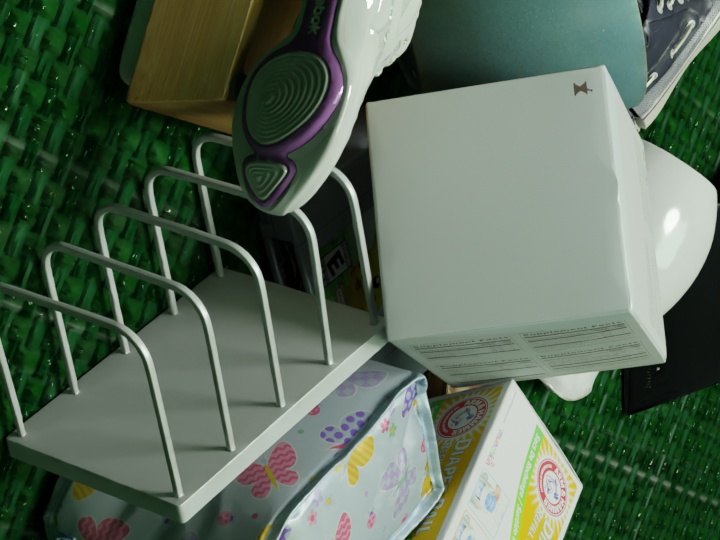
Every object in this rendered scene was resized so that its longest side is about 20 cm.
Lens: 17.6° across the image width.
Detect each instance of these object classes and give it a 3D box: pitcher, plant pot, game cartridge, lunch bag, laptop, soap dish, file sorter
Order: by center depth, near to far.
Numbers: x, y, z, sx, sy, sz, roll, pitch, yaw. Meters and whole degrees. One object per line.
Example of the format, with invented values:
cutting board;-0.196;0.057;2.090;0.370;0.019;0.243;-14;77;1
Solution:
file sorter;-0.100;0.023;1.347;0.200;0.138;0.125;-40;133;-39
soap dish;-0.049;-0.177;1.367;0.157;0.081;0.201;13;95;-58
lunch bag;-0.073;0.136;1.414;0.200;0.169;0.128;-43;136;-41
plant pot;0.084;-0.179;1.498;0.134;0.201;0.201;-20;132;-6
game cartridge;0.000;0.000;1.551;0.133;0.040;0.201;-43;130;-40
pitcher;0.193;0.006;1.817;0.201;0.121;0.172;-58;168;-1
laptop;0.294;-0.004;2.044;0.200;0.115;0.188;-75;165;-55

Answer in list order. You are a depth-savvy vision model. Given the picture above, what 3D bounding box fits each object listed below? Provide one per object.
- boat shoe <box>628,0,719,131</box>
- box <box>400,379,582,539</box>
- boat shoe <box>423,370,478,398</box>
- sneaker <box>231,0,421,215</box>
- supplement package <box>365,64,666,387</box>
boat shoe;0.233;-0.205;1.782;0.201;0.074;0.093;-62;154;-13
box;0.052;0.180;1.506;0.102;0.112;0.200;56;39;-25
boat shoe;0.075;0.099;1.674;0.072;0.068;0.201;-23;136;-36
sneaker;-0.006;-0.121;1.315;0.099;0.075;0.201;25;85;-57
supplement package;0.102;-0.021;1.460;0.200;0.149;0.153;38;45;-73
